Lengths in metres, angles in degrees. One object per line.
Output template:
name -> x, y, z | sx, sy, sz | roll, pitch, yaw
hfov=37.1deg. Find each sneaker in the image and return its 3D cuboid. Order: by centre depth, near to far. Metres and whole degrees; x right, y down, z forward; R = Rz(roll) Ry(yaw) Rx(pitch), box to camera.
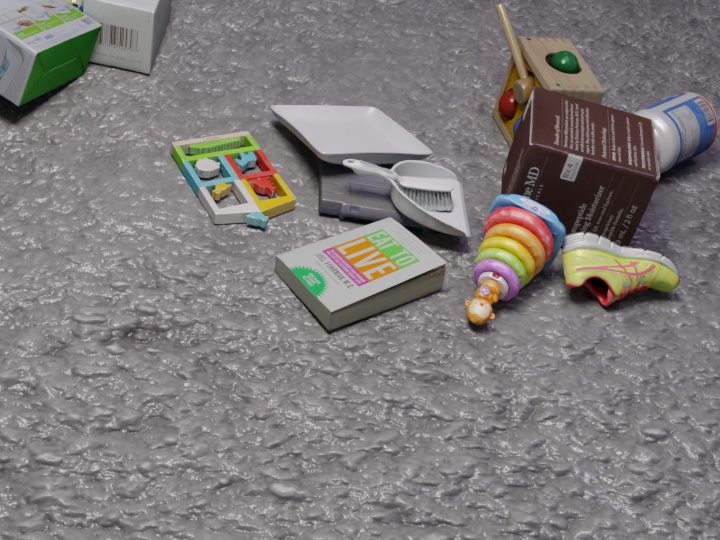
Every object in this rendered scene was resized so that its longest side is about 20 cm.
sneaker -> 0.372, 0.012, 1.554 | 0.197, 0.078, 0.092 | 14, 72, -17

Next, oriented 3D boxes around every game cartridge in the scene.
game cartridge -> 0.034, -0.116, 1.610 | 0.196, 0.039, 0.131 | 9, 45, -8

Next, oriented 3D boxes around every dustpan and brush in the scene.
dustpan and brush -> 0.066, -0.123, 1.556 | 0.196, 0.058, 0.141 | 8, 41, -10

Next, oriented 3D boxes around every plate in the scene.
plate -> -0.018, -0.207, 1.662 | 0.197, 0.033, 0.200 | -4, 31, -29

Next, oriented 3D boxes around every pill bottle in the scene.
pill bottle -> 0.510, -0.227, 1.824 | 0.198, 0.113, 0.112 | -24, 53, -36

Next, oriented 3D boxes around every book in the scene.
book -> 0.000, 0.000, 1.464 | 0.198, 0.049, 0.134 | -21, 48, -32

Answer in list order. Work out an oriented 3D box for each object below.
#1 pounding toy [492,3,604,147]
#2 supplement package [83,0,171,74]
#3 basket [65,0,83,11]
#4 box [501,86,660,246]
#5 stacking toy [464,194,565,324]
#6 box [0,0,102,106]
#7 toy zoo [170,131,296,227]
pounding toy -> 0.290, -0.303, 1.769 | 0.140, 0.202, 0.186 | -1, 43, -18
supplement package -> -0.380, -0.433, 1.767 | 0.115, 0.118, 0.202 | 10, 41, -5
basket -> -0.509, -0.490, 1.746 | 0.173, 0.141, 0.200 | 15, 2, 0
box -> 0.329, -0.147, 1.633 | 0.197, 0.168, 0.165 | 14, 41, -1
stacking toy -> 0.196, -0.001, 1.493 | 0.115, 0.110, 0.201 | 28, 53, 11
box -> -0.515, -0.355, 1.596 | 0.175, 0.097, 0.200 | 31, 28, 0
toy zoo -> -0.180, -0.129, 1.563 | 0.130, 0.021, 0.201 | -13, 49, -30
